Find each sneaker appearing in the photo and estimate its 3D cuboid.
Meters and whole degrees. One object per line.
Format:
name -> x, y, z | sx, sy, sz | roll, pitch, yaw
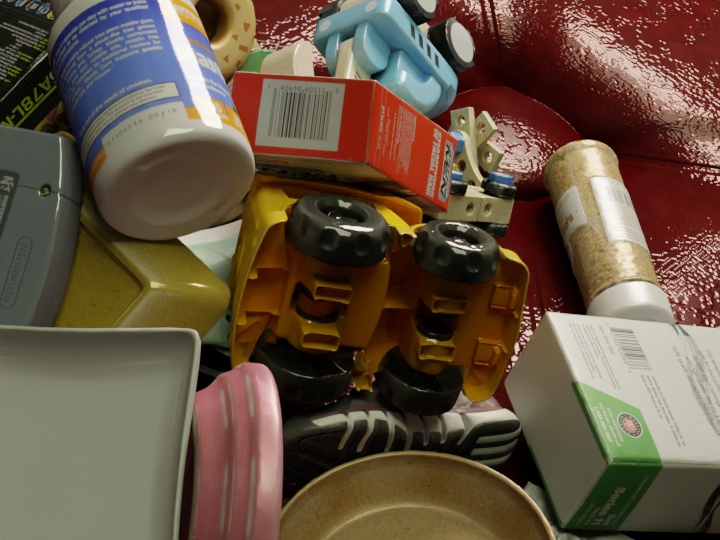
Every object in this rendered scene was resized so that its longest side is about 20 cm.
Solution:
sneaker -> -0.094, 0.027, 1.454 | 0.200, 0.074, 0.119 | -10, 63, -37
sneaker -> 0.011, 0.100, 1.413 | 0.199, 0.076, 0.116 | 2, 39, -31

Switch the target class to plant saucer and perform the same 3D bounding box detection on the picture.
plant saucer -> 0.033, 0.206, 1.289 | 0.199, 0.036, 0.201 | -2, 43, 1
plant saucer -> -0.222, 0.025, 1.332 | 0.200, 0.048, 0.200 | 42, 92, 24
plant saucer -> -0.093, 0.157, 1.214 | 0.051, 0.201, 0.201 | 6, 44, -13

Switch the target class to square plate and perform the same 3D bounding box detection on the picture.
square plate -> -0.192, 0.135, 1.210 | 0.197, 0.028, 0.201 | 1, 79, 24

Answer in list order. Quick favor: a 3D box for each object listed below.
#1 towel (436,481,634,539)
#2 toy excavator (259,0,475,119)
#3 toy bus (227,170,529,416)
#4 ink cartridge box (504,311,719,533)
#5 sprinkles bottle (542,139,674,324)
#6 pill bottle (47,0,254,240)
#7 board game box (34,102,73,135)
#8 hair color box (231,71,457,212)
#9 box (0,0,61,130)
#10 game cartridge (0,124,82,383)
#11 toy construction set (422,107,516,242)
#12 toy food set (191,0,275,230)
towel -> 0.134, 0.237, 1.329 | 0.192, 0.035, 0.200 | 25, 43, 8
toy excavator -> 0.003, -0.163, 1.597 | 0.194, 0.100, 0.201 | 46, 39, -36
toy bus -> 0.000, 0.000, 1.383 | 0.199, 0.136, 0.192 | 8, 23, -15
ink cartridge box -> 0.227, 0.115, 1.429 | 0.199, 0.083, 0.147 | 6, 43, -25
sprinkles bottle -> 0.203, -0.019, 1.591 | 0.068, 0.068, 0.201 | 3, 44, -15
pill bottle -> -0.152, -0.130, 1.331 | 0.112, 0.112, 0.201 | -6, 54, -24
board game box -> -0.253, -0.109, 1.497 | 0.101, 0.048, 0.200 | 23, 57, 3
hair color box -> -0.010, -0.091, 1.418 | 0.110, 0.064, 0.200 | 5, -5, 20
box -> -0.307, -0.150, 1.464 | 0.200, 0.048, 0.193 | 22, 66, 41
game cartridge -> -0.263, -0.001, 1.309 | 0.133, 0.042, 0.201 | 12, 79, 17
toy construction set -> 0.052, -0.073, 1.591 | 0.200, 0.093, 0.131 | -17, 27, -41
toy food set -> -0.131, -0.129, 1.512 | 0.200, 0.049, 0.198 | -45, 112, -37
